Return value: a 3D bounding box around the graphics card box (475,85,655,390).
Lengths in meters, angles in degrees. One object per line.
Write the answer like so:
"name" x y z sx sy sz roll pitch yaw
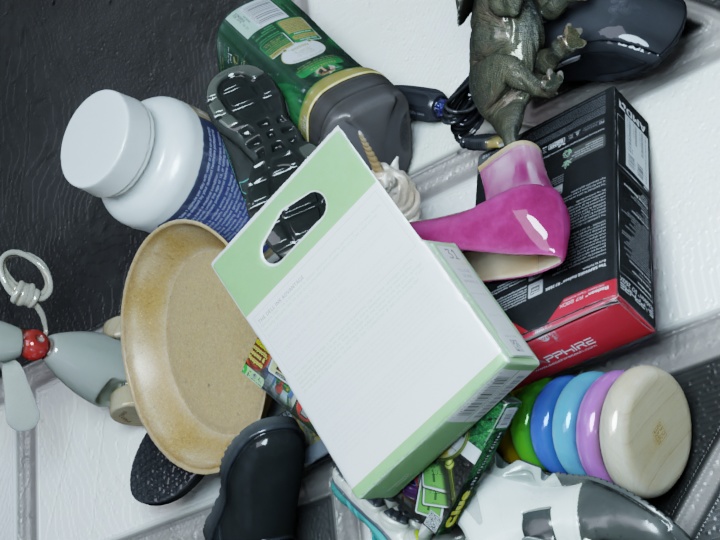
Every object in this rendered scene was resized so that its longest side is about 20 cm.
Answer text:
"graphics card box" 0.137 -0.022 1.054 0.125 0.051 0.200 -28 40 33

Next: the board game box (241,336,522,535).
"board game box" 0.009 0.078 1.036 0.200 0.023 0.105 36 105 32

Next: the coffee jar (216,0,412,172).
"coffee jar" -0.038 -0.142 1.260 0.085 0.104 0.200 -25 44 -21

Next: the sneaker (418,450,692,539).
"sneaker" 0.122 0.177 0.992 0.200 0.074 0.089 8 58 45

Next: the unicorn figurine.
"unicorn figurine" 0.000 0.000 1.196 0.137 0.074 0.200 -15 91 42

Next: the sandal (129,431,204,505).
"sandal" -0.119 0.119 1.290 0.075 0.045 0.200 31 82 39

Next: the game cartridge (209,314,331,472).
"game cartridge" -0.040 0.077 1.177 0.200 0.041 0.133 -36 78 43

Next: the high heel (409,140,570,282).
"high heel" 0.063 0.007 1.022 0.200 0.067 0.096 -39 42 30

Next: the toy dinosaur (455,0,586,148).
"toy dinosaur" 0.106 -0.153 1.067 0.102 0.077 0.200 -23 78 58

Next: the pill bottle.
"pill bottle" -0.145 -0.078 1.268 0.111 0.200 0.111 -16 65 37

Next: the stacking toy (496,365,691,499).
"stacking toy" 0.122 0.108 1.046 0.200 0.085 0.086 -4 72 46

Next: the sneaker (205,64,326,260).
"sneaker" -0.058 -0.071 1.181 0.075 0.079 0.200 -21 55 -4

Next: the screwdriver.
"screwdriver" 0.091 -0.125 1.188 0.200 0.028 0.029 12 112 47

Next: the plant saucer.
"plant saucer" -0.121 0.059 1.204 0.200 0.035 0.201 8 100 49

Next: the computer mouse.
"computer mouse" 0.133 -0.150 1.103 0.200 0.046 0.141 8 63 54

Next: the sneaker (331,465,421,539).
"sneaker" 0.033 0.209 1.093 0.200 0.077 0.080 46 119 44

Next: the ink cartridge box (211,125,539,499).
"ink cartridge box" 0.004 0.028 0.999 0.146 0.048 0.200 -45 63 24

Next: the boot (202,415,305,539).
"boot" -0.043 0.230 1.120 0.200 0.066 0.165 61 148 35

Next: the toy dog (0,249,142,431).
"toy dog" -0.268 0.084 1.352 0.096 0.200 0.132 -43 23 44
